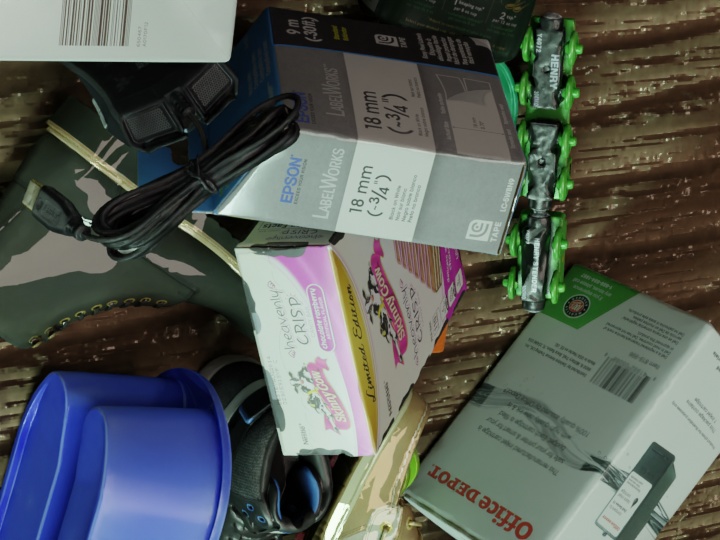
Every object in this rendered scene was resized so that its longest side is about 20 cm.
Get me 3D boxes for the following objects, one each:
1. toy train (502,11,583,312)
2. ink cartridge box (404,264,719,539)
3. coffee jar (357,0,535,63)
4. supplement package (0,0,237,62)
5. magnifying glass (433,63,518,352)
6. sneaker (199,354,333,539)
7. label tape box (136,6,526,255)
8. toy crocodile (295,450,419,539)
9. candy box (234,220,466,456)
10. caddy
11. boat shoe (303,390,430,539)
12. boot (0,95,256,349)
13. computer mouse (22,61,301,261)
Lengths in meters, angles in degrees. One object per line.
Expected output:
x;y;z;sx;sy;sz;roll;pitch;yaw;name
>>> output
0.120;-0.071;1.379;0.056;0.042;0.200;-53;147;-67;toy train
0.144;0.112;1.402;0.200;0.147;0.083;-51;127;-8;ink cartridge box
0.077;-0.229;1.246;0.104;0.085;0.200;16;113;-15;coffee jar
-0.168;-0.195;1.053;0.152;0.200;0.151;-3;108;-33;supplement package
0.056;-0.045;1.369;0.080;0.022;0.200;-1;104;-34;magnifying glass
-0.069;0.161;1.295;0.073;0.112;0.200;-3;107;-30;sneaker
-0.020;-0.083;1.178;0.200;0.144;0.063;7;122;-12;label tape box
-0.011;0.158;1.365;0.062;0.068;0.200;24;96;7;toy crocodile
0.000;0.000;1.252;0.200;0.061;0.136;-57;140;-55;candy box
-0.138;0.151;1.229;0.105;0.141;0.200;12;100;-33;caddy
0.003;0.165;1.299;0.066;0.074;0.200;23;97;-6;boat shoe
-0.139;0.013;1.231;0.200;0.077;0.138;42;85;-23;boot
-0.125;-0.077;1.135;0.140;0.200;0.046;-38;138;-11;computer mouse
